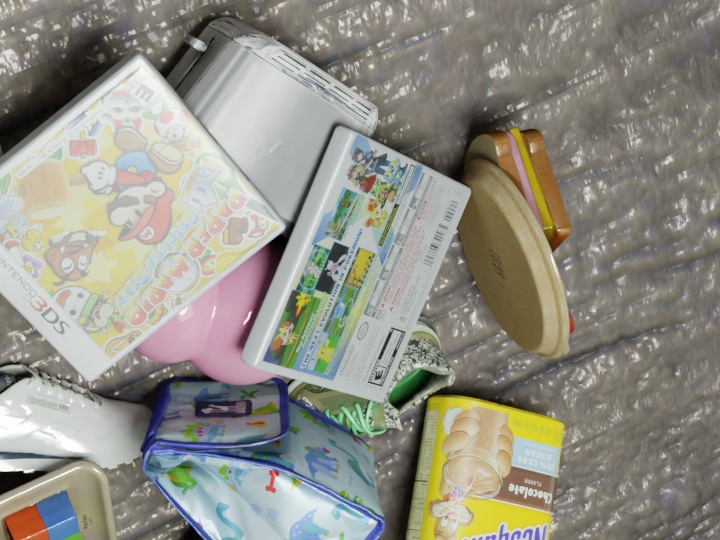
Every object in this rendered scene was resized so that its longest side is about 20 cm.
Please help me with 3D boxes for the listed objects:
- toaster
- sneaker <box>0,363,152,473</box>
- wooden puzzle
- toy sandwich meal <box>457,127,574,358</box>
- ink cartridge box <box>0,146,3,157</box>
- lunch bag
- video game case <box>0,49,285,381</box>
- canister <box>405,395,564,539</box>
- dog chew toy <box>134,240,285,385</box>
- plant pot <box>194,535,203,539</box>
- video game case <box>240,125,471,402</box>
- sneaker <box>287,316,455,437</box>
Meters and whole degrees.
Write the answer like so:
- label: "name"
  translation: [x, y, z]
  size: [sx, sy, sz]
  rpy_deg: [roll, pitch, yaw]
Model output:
- label: "toaster"
  translation: [-0.075, -0.111, 1.336]
  size: [0.199, 0.114, 0.130]
  rpy_deg: [30, 94, -30]
- label: "sneaker"
  translation: [-0.260, 0.119, 1.372]
  size: [0.199, 0.076, 0.081]
  rpy_deg: [-1, 102, -28]
- label: "wooden puzzle"
  translation: [-0.296, 0.248, 1.377]
  size: [0.199, 0.046, 0.186]
  rpy_deg: [-19, 148, -16]
- label: "toy sandwich meal"
  translation: [0.146, -0.023, 1.450]
  size: [0.070, 0.205, 0.206]
  rpy_deg: [-23, 120, -14]
- label: "ink cartridge box"
  translation: [-0.362, -0.074, 1.233]
  size: [0.199, 0.067, 0.117]
  rpy_deg: [-23, 120, -17]
- label: "lunch bag"
  translation: [-0.087, 0.168, 1.384]
  size: [0.199, 0.170, 0.128]
  rpy_deg: [29, 101, -9]
- label: "video game case"
  translation: [-0.187, -0.037, 1.253]
  size: [0.200, 0.023, 0.182]
  rpy_deg: [-38, 118, 5]
- label: "canister"
  translation: [0.113, 0.228, 1.556]
  size: [0.148, 0.086, 0.202]
  rpy_deg: [15, 78, -29]
- label: "dog chew toy"
  translation: [-0.142, 0.024, 1.362]
  size: [0.198, 0.125, 0.125]
  rpy_deg: [11, 107, -22]
- label: "plant pot"
  translation: [-0.126, 0.343, 1.474]
  size: [0.198, 0.200, 0.200]
  rpy_deg: [-42, 124, 4]
- label: "video game case"
  translation: [0.000, 0.000, 1.362]
  size: [0.182, 0.022, 0.201]
  rpy_deg: [20, 94, -53]
- label: "sneaker"
  translation: [0.001, 0.121, 1.492]
  size: [0.199, 0.089, 0.077]
  rpy_deg: [-37, 123, -8]
